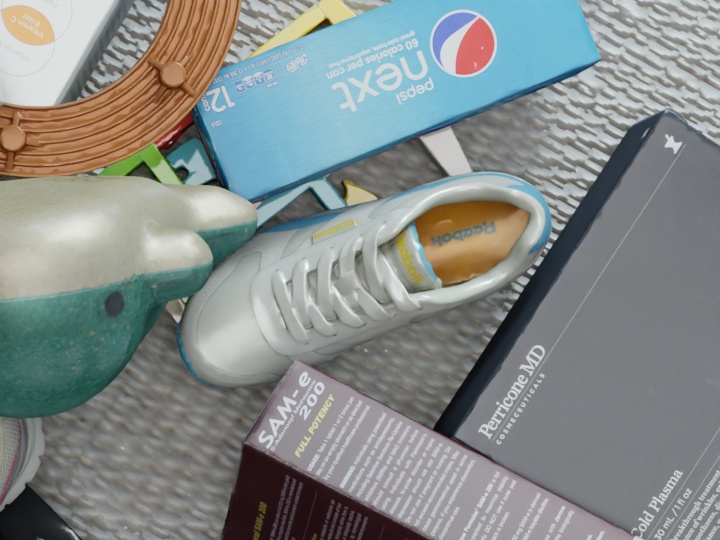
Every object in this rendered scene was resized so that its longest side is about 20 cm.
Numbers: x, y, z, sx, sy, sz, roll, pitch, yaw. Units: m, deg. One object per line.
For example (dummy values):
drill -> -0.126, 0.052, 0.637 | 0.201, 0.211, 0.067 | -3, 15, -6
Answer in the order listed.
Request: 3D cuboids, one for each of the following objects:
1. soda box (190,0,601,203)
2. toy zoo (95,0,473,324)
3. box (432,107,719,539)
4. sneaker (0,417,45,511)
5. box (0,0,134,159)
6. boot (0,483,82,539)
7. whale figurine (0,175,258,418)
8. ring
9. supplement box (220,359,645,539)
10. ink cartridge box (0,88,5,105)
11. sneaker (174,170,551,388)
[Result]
soda box -> 0.015, -0.098, 1.447 | 0.199, 0.064, 0.068 | -22, 90, -5
toy zoo -> -0.030, -0.051, 1.485 | 0.200, 0.020, 0.131 | -39, 91, -5
box -> 0.167, 0.051, 1.455 | 0.182, 0.104, 0.200 | 34, 86, -3
sneaker -> -0.224, 0.128, 1.350 | 0.081, 0.088, 0.200 | 27, 75, 5
box -> -0.181, -0.174, 1.434 | 0.152, 0.106, 0.200 | 30, 86, -3
boot -> -0.244, 0.144, 1.426 | 0.165, 0.066, 0.200 | -45, 83, -5
whale figurine -> -0.132, 0.008, 1.345 | 0.159, 0.200, 0.104 | 3, 102, 34
ring -> -0.156, -0.144, 1.373 | 0.200, 0.019, 0.201 | 0, 87, -5
supplement box -> 0.035, 0.135, 1.419 | 0.200, 0.109, 0.061 | 27, 57, 7
ink cartridge box -> -0.247, -0.149, 1.343 | 0.099, 0.039, 0.201 | -24, 78, 14
sneaker -> 0.000, 0.000, 1.435 | 0.200, 0.081, 0.077 | -24, 93, -4
